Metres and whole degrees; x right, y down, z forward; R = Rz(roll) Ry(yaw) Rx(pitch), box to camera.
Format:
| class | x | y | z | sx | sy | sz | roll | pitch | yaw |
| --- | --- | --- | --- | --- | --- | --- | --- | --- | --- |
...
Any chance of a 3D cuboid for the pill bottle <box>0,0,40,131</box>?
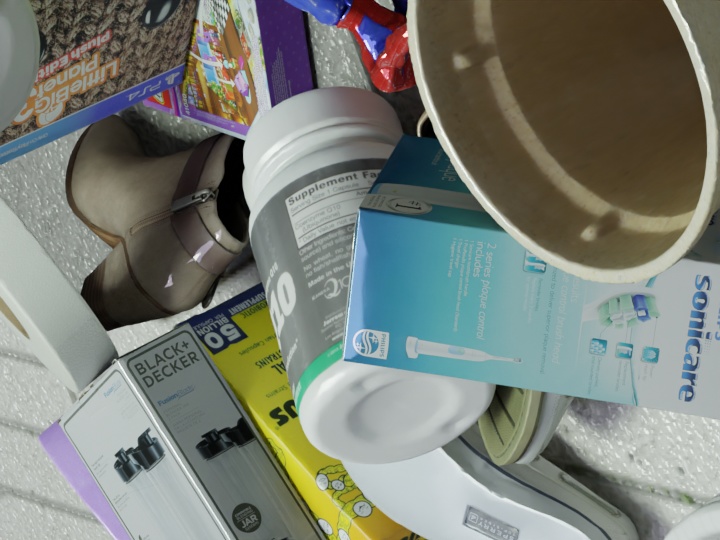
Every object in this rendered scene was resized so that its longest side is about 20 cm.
| class | x | y | z | sx | sy | sz | roll | pitch | yaw |
| --- | --- | --- | --- | --- | --- | --- | --- | --- | --- |
| pill bottle | -0.282 | -0.132 | 1.701 | 0.200 | 0.113 | 0.113 | 10 | 121 | 50 |

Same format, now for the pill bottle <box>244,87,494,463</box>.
| class | x | y | z | sx | sy | sz | roll | pitch | yaw |
| --- | --- | --- | --- | --- | --- | --- | --- | --- | --- |
| pill bottle | 0.000 | 0.000 | 1.710 | 0.113 | 0.113 | 0.200 | 111 | 150 | -48 |

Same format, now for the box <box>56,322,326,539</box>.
| class | x | y | z | sx | sy | sz | roll | pitch | yaw |
| --- | --- | --- | --- | --- | --- | --- | --- | --- | --- |
| box | -0.097 | 0.145 | 1.855 | 0.200 | 0.060 | 0.117 | 56 | 146 | 8 |

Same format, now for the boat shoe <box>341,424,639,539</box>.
| class | x | y | z | sx | sy | sz | roll | pitch | yaw |
| --- | --- | --- | --- | --- | --- | --- | --- | --- | --- |
| boat shoe | 0.078 | 0.128 | 1.786 | 0.200 | 0.070 | 0.071 | 26 | 120 | 23 |

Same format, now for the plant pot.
| class | x | y | z | sx | sy | sz | roll | pitch | yaw |
| --- | --- | --- | --- | --- | --- | --- | --- | --- | --- |
| plant pot | 0.156 | -0.122 | 1.425 | 0.200 | 0.183 | 0.201 | 32 | 136 | 37 |

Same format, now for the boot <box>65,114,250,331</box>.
| class | x | y | z | sx | sy | sz | roll | pitch | yaw |
| --- | --- | --- | --- | --- | --- | --- | --- | --- | --- |
| boot | -0.120 | -0.051 | 1.916 | 0.146 | 0.070 | 0.200 | -33 | 44 | 34 |

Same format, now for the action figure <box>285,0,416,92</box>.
| class | x | y | z | sx | sy | sz | roll | pitch | yaw |
| --- | --- | --- | --- | --- | --- | --- | --- | --- | --- |
| action figure | -0.009 | -0.174 | 1.690 | 0.200 | 0.065 | 0.099 | 37 | 131 | -3 |

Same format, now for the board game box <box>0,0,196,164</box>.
| class | x | y | z | sx | sy | sz | roll | pitch | yaw |
| --- | --- | --- | --- | --- | --- | --- | --- | --- | --- |
| board game box | -0.182 | -0.184 | 1.776 | 0.097 | 0.159 | 0.200 | 44 | 143 | 26 |

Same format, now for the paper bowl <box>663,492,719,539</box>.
| class | x | y | z | sx | sy | sz | roll | pitch | yaw |
| --- | --- | --- | --- | --- | --- | --- | --- | --- | --- |
| paper bowl | 0.257 | 0.195 | 1.579 | 0.200 | 0.104 | 0.201 | 32 | 136 | 38 |

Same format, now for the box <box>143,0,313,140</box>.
| class | x | y | z | sx | sy | sz | roll | pitch | yaw |
| --- | --- | --- | --- | --- | --- | --- | --- | --- | --- |
| box | -0.095 | -0.184 | 1.839 | 0.137 | 0.039 | 0.200 | 21 | 129 | 44 |

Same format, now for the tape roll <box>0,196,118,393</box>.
| class | x | y | z | sx | sy | sz | roll | pitch | yaw |
| --- | --- | --- | --- | --- | --- | --- | --- | --- | --- |
| tape roll | -0.227 | -0.010 | 1.852 | 0.203 | 0.037 | 0.203 | 47 | 170 | 11 |

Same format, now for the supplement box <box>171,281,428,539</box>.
| class | x | y | z | sx | sy | sz | roll | pitch | yaw |
| --- | --- | --- | --- | --- | --- | --- | --- | --- | --- |
| supplement box | -0.027 | 0.112 | 1.891 | 0.200 | 0.109 | 0.110 | 46 | 143 | 22 |

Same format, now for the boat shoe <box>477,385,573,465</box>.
| class | x | y | z | sx | sy | sz | roll | pitch | yaw |
| --- | --- | --- | --- | --- | --- | --- | --- | --- | --- |
| boat shoe | 0.115 | 0.036 | 1.681 | 0.200 | 0.068 | 0.075 | 104 | 150 | -46 |

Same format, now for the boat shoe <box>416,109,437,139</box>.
| class | x | y | z | sx | sy | sz | roll | pitch | yaw |
| --- | --- | --- | --- | --- | --- | --- | --- | --- | --- |
| boat shoe | 0.104 | -0.095 | 1.609 | 0.200 | 0.072 | 0.072 | -26 | 92 | 56 |

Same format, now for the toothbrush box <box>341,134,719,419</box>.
| class | x | y | z | sx | sy | sz | roll | pitch | yaw |
| --- | --- | --- | --- | --- | --- | --- | --- | --- | --- |
| toothbrush box | 0.102 | 0.001 | 1.524 | 0.199 | 0.146 | 0.086 | 10 | 109 | 8 |

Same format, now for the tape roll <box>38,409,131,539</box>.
| class | x | y | z | sx | sy | sz | roll | pitch | yaw |
| --- | --- | --- | --- | --- | --- | --- | --- | --- | --- |
| tape roll | -0.130 | 0.168 | 2.019 | 0.200 | 0.066 | 0.200 | 49 | 176 | 5 |

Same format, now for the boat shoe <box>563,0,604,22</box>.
| class | x | y | z | sx | sy | sz | roll | pitch | yaw |
| --- | --- | --- | --- | --- | --- | --- | --- | --- | --- |
| boat shoe | 0.085 | -0.187 | 1.576 | 0.071 | 0.069 | 0.200 | -56 | 45 | 34 |

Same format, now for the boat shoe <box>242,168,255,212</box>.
| class | x | y | z | sx | sy | sz | roll | pitch | yaw |
| --- | --- | --- | --- | --- | --- | --- | --- | --- | --- |
| boat shoe | -0.007 | 0.012 | 1.841 | 0.200 | 0.072 | 0.069 | 45 | 141 | 8 |
